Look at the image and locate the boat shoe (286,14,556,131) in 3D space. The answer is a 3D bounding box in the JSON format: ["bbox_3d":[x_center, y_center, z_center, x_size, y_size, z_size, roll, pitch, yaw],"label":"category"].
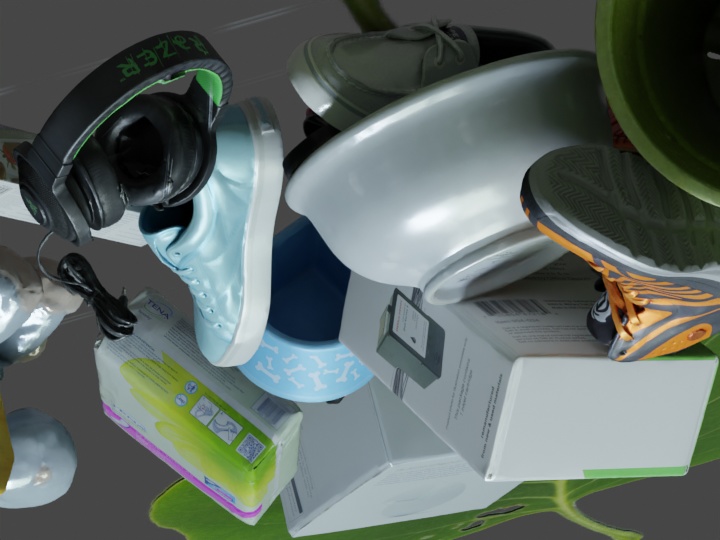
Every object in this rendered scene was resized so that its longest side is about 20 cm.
[{"bbox_3d":[0.042,-0.115,1.502,0.199,0.072,0.069,7,139,-46],"label":"boat shoe"}]

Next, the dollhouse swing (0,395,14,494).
[{"bbox_3d":[-0.316,0.057,1.500,0.181,0.201,0.176,-16,164,2],"label":"dollhouse swing"}]

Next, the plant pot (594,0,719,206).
[{"bbox_3d":[0.242,-0.128,1.473,0.199,0.201,0.190,-19,175,11],"label":"plant pot"}]

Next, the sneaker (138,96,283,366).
[{"bbox_3d":[-0.099,-0.021,1.597,0.081,0.074,0.201,-7,130,-18],"label":"sneaker"}]

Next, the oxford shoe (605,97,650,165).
[{"bbox_3d":[0.140,-0.065,1.613,0.071,0.073,0.200,-28,-161,-35],"label":"oxford shoe"}]

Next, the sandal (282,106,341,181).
[{"bbox_3d":[0.000,-0.090,1.579,0.075,0.045,0.200,-23,180,20],"label":"sandal"}]

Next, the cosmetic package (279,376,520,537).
[{"bbox_3d":[0.053,0.126,2.187,0.198,0.124,0.200,-6,162,-29],"label":"cosmetic package"}]

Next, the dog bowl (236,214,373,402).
[{"bbox_3d":[0.000,0.000,1.705,0.200,0.111,0.050,-36,156,-26],"label":"dog bowl"}]

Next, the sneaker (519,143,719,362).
[{"bbox_3d":[0.147,0.002,1.445,0.199,0.078,0.112,19,139,-32],"label":"sneaker"}]

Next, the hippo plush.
[{"bbox_3d":[-0.265,0.085,1.703,0.199,0.162,0.159,-12,164,-12],"label":"hippo plush"}]

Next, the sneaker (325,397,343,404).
[{"bbox_3d":[-0.007,0.055,1.958,0.199,0.084,0.077,-15,168,14],"label":"sneaker"}]

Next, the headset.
[{"bbox_3d":[-0.132,-0.047,1.474,0.123,0.094,0.200,-24,157,-38],"label":"headset"}]

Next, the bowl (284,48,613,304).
[{"bbox_3d":[0.065,-0.041,1.490,0.200,0.091,0.201,-21,166,-5],"label":"bowl"}]

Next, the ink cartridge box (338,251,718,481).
[{"bbox_3d":[0.097,0.046,1.584,0.145,0.200,0.084,1,113,-29],"label":"ink cartridge box"}]

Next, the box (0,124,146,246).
[{"bbox_3d":[-0.177,-0.050,1.556,0.041,0.039,0.200,-22,162,28],"label":"box"}]

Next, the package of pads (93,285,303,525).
[{"bbox_3d":[-0.119,0.099,1.907,0.068,0.154,0.200,-50,172,-16],"label":"package of pads"}]
